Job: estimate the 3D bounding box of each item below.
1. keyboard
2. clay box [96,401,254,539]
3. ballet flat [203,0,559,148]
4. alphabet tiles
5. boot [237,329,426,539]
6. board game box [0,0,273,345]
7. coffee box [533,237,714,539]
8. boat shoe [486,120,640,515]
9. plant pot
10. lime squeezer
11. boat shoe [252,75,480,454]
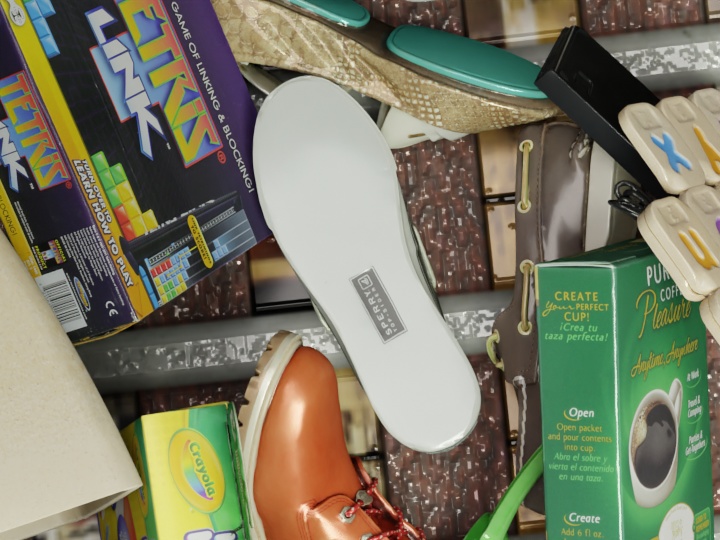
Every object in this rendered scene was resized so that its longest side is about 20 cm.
[{"bbox_3d":[0.160,-0.029,1.257,0.200,0.127,0.021,42,117,-7],"label":"keyboard"},{"bbox_3d":[-0.088,0.129,1.238,0.047,0.200,0.115,-7,82,-14],"label":"clay box"},{"bbox_3d":[0.004,-0.101,1.335,0.199,0.071,0.066,23,113,10],"label":"ballet flat"},{"bbox_3d":[0.199,-0.002,1.235,0.015,0.200,0.196,-42,77,29],"label":"alphabet tiles"},{"bbox_3d":[-0.005,0.122,1.256,0.107,0.075,0.201,6,119,21],"label":"boot"},{"bbox_3d":[-0.123,-0.085,1.261,0.057,0.165,0.201,-18,100,33],"label":"board game box"},{"bbox_3d":[0.128,0.088,1.242,0.044,0.123,0.201,1,98,28],"label":"coffee box"},{"bbox_3d":[0.097,0.025,1.300,0.059,0.072,0.201,6,87,21],"label":"boat shoe"},{"bbox_3d":[-0.237,0.058,1.231,0.199,0.200,0.178,-17,84,-16],"label":"plant pot"},{"bbox_3d":[0.027,0.131,1.293,0.199,0.071,0.038,-15,44,31],"label":"lime squeezer"},{"bbox_3d":[0.000,0.000,1.312,0.070,0.064,0.201,-22,87,-2],"label":"boat shoe"}]
